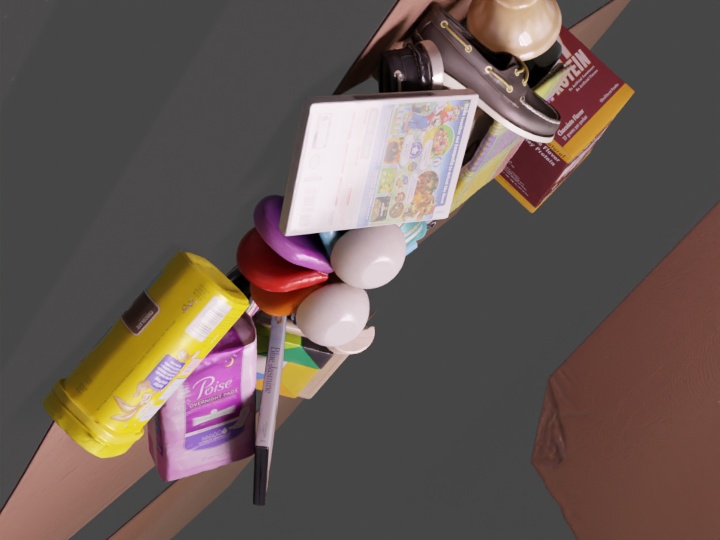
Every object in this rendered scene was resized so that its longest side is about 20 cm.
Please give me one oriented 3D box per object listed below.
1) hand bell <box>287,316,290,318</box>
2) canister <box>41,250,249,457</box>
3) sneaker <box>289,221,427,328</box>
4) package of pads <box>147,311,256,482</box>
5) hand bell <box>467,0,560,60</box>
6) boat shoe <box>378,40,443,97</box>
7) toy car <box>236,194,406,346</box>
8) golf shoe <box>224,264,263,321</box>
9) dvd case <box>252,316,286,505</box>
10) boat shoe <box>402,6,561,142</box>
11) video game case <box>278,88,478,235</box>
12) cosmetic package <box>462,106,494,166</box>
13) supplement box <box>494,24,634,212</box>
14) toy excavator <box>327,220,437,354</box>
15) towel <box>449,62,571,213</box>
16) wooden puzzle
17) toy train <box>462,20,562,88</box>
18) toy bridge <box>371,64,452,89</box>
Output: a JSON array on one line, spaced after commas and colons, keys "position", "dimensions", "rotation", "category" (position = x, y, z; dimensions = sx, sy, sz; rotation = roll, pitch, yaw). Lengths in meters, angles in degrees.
[{"position": [-0.063, -0.023, 1.843], "dimensions": [0.201, 0.104, 0.104], "rotation": [-57, 178, -25], "category": "hand bell"}, {"position": [-0.208, 0.081, 1.436], "dimensions": [0.200, 0.086, 0.149], "rotation": [-48, 174, 1], "category": "canister"}, {"position": [0.000, 0.000, 1.672], "dimensions": [0.200, 0.078, 0.080], "rotation": [-45, 134, 7], "category": "sneaker"}, {"position": [-0.177, 0.139, 1.612], "dimensions": [0.119, 0.076, 0.202], "rotation": [-18, 136, -23], "category": "package of pads"}, {"position": [0.162, -0.315, 1.495], "dimensions": [0.104, 0.104, 0.200], "rotation": [-44, 160, -14], "category": "hand bell"}, {"position": [0.040, -0.142, 1.486], "dimensions": [0.060, 0.074, 0.202], "rotation": [-10, 135, -20], "category": "boat shoe"}, {"position": [-0.055, -0.031, 1.552], "dimensions": [0.148, 0.176, 0.201], "rotation": [8, 131, -32], "category": "toy car"}, {"position": [-0.175, 0.067, 1.660], "dimensions": [0.201, 0.072, 0.092], "rotation": [-54, 166, 0], "category": "golf shoe"}, {"position": [-0.104, 0.150, 1.669], "dimensions": [0.143, 0.017, 0.202], "rotation": [97, -2, -55], "category": "dvd case"}, {"position": [0.140, -0.205, 1.528], "dimensions": [0.061, 0.200, 0.072], "rotation": [-51, -156, 24], "category": "boat shoe"}, {"position": [0.019, -0.108, 1.433], "dimensions": [0.198, 0.018, 0.145], "rotation": [-7, 124, -32], "category": "video game case"}, {"position": [0.071, -0.158, 1.664], "dimensions": [0.200, 0.103, 0.088], "rotation": [-38, 156, -45], "category": "cosmetic package"}, {"position": [0.225, -0.220, 1.927], "dimensions": [0.133, 0.197, 0.200], "rotation": [-44, 172, -19], "category": "supplement box"}, {"position": [0.002, -0.025, 1.751], "dimensions": [0.199, 0.196, 0.100], "rotation": [-34, -173, -16], "category": "toy excavator"}, {"position": [0.165, -0.154, 1.699], "dimensions": [0.143, 0.023, 0.201], "rotation": [-37, 165, -42], "category": "towel"}, {"position": [-0.116, 0.110, 1.817], "dimensions": [0.200, 0.183, 0.038], "rotation": [133, -33, -55], "category": "wooden puzzle"}, {"position": [0.158, -0.238, 1.747], "dimensions": [0.085, 0.114, 0.200], "rotation": [-40, 170, -41], "category": "toy train"}, {"position": [0.075, -0.211, 1.587], "dimensions": [0.027, 0.067, 0.200], "rotation": [-48, 173, 23], "category": "toy bridge"}]
